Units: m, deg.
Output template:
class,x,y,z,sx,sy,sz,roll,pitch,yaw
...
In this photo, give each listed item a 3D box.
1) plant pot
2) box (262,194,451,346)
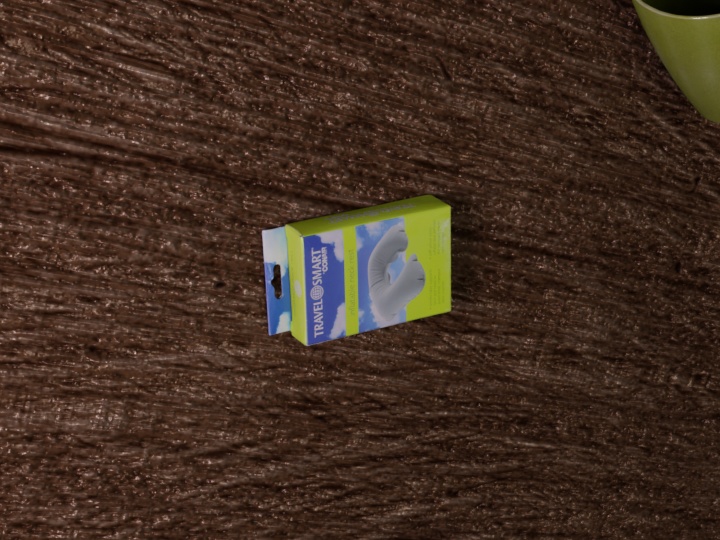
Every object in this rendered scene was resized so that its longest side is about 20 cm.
class,x,y,z,sx,sy,sz,roll,pitch,yaw
plant pot,0.394,-0.262,1.344,0.187,0.187,0.201,-39,137,-10
box,0.000,0.000,1.288,0.198,0.048,0.123,-13,114,-25
